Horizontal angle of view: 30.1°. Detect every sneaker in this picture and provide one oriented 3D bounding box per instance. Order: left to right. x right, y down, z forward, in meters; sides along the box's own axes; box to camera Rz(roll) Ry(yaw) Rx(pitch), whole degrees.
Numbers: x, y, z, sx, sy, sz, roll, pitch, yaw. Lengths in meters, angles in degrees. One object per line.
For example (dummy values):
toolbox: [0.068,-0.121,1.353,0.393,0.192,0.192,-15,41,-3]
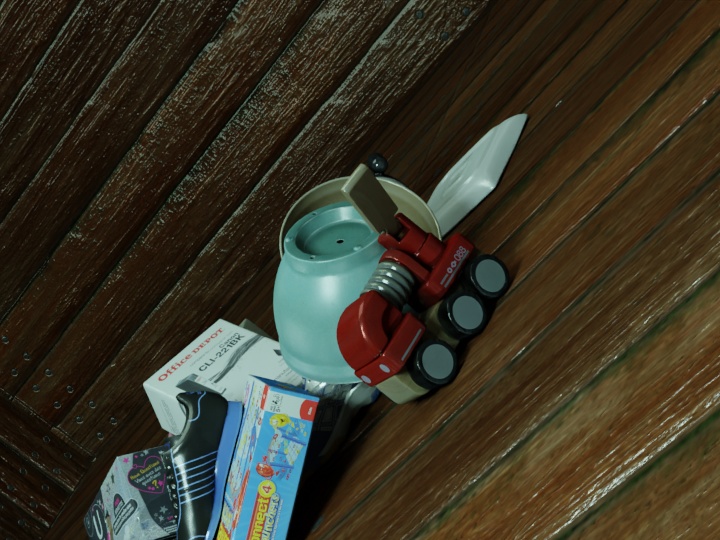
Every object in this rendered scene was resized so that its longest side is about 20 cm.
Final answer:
sneaker: [-0.189,0.233,1.486,0.070,0.077,0.201,136,147,-71]
sneaker: [-0.045,0.152,1.538,0.200,0.088,0.075,-53,10,-2]

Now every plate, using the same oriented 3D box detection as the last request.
plate: [0.144,-0.121,1.879,0.200,0.032,0.200,-45,10,41]

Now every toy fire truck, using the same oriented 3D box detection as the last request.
toy fire truck: [0.032,0.008,1.339,0.176,0.200,0.129,-55,9,-28]

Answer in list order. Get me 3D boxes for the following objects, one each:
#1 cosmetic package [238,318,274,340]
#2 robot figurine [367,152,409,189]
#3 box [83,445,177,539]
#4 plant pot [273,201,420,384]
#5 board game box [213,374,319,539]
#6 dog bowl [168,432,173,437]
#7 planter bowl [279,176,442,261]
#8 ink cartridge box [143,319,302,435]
cosmetic package: [-0.208,0.175,2.331,0.104,0.087,0.200,-50,9,16]
robot figurine: [0.024,-0.087,2.053,0.125,0.151,0.200,-38,8,1]
box: [-0.243,0.297,1.614,0.131,0.115,0.200,-11,-27,-30]
plant pot: [-0.011,0.008,1.472,0.199,0.135,0.201,-12,32,8]
board game box: [-0.107,0.219,1.440,0.200,0.056,0.197,173,111,-79]
dog bowl: [-0.168,0.209,1.781,0.199,0.074,0.200,-29,13,7]
planter bowl: [0.000,0.000,1.683,0.201,0.199,0.135,-56,-17,-28]
ink cartridge box: [-0.149,0.155,1.658,0.199,0.084,0.144,18,47,41]
